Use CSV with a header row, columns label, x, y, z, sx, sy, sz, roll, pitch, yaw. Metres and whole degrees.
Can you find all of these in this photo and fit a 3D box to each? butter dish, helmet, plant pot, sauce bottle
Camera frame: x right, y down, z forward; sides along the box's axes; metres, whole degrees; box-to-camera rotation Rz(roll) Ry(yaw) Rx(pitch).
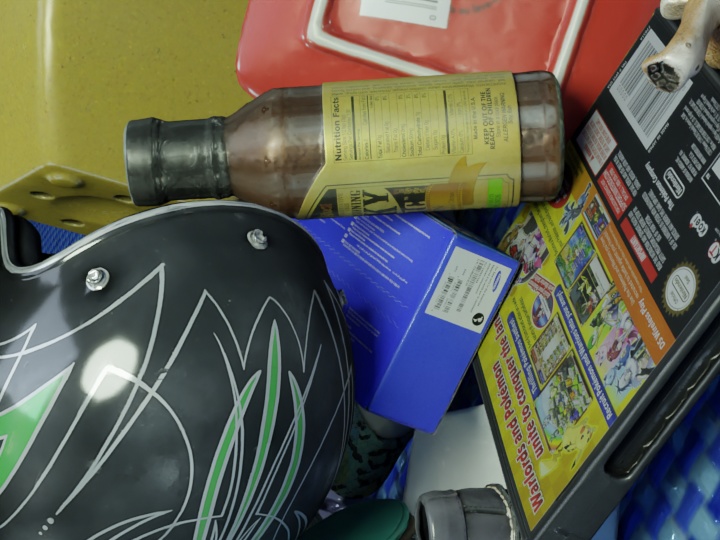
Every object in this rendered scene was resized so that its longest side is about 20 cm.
label,x,y,z,sx,sy,sz,roll,pitch,yaw
butter dish,0.058,-0.158,0.777,0.148,0.199,0.200,-45,-28,-82
helmet,-0.096,0.058,0.674,0.191,0.200,0.200,22,97,50
plant pot,-0.140,-0.126,0.877,0.195,0.194,0.200,-17,63,53
sauce bottle,-0.007,-0.056,0.683,0.065,0.199,0.065,-3,-90,-88

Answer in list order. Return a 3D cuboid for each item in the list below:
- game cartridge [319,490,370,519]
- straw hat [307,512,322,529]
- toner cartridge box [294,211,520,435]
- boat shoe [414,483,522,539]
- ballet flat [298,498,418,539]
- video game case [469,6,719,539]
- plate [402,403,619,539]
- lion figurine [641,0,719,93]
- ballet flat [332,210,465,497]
label,x,y,z,sx,sy,sz,roll,pitch,yaw
game cartridge,-0.085,0.213,0.915,0.130,0.038,0.200,3,57,52
straw hat,-0.030,0.190,0.785,0.085,0.201,0.202,-7,65,34
toner cartridge box,0.000,0.000,0.768,0.095,0.043,0.200,-62,30,7
boat shoe,0.022,0.180,0.653,0.073,0.063,0.200,-121,48,-60
ballet flat,-0.018,0.164,0.686,0.200,0.074,0.074,-21,-46,-68
video game case,0.110,-0.002,0.631,0.181,0.025,0.200,-57,19,22
plate,0.065,0.158,0.691,0.200,0.032,0.200,152,130,-63
lion figurine,0.153,-0.130,0.525,0.123,0.072,0.200,-57,-9,-30
ballet flat,0.020,0.031,0.841,0.074,0.074,0.201,165,115,-68
